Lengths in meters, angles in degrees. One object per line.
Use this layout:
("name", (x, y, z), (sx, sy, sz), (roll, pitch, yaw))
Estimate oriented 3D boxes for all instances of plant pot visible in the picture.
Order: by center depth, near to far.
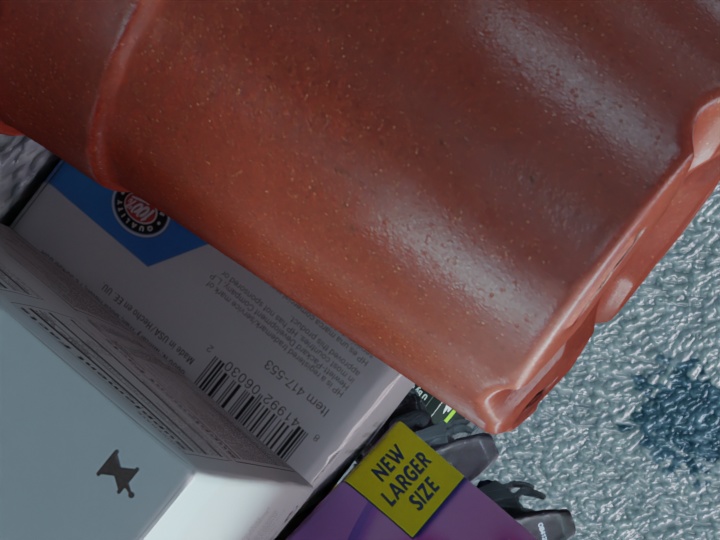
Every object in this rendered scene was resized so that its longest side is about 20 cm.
("plant pot", (0.013, -0.065, 0.623), (0.201, 0.195, 0.201), (-49, 169, -13))

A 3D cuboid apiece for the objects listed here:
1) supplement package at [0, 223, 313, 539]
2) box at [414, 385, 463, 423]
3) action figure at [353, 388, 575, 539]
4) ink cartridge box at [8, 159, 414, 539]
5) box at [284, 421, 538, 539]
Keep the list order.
("supplement package", (-0.130, 0.073, 0.603), (0.152, 0.150, 0.200), (-50, 170, -1))
("box", (0.054, -0.012, 1.185), (0.200, 0.124, 0.149), (-53, 169, 4))
("action figure", (0.032, 0.090, 0.989), (0.069, 0.131, 0.200), (-32, -163, -7))
("ink cartridge box", (-0.086, 0.057, 0.750), (0.200, 0.146, 0.086), (-52, 172, 4))
("box", (0.028, 0.185, 0.703), (0.176, 0.200, 0.097), (-42, 168, -48))
